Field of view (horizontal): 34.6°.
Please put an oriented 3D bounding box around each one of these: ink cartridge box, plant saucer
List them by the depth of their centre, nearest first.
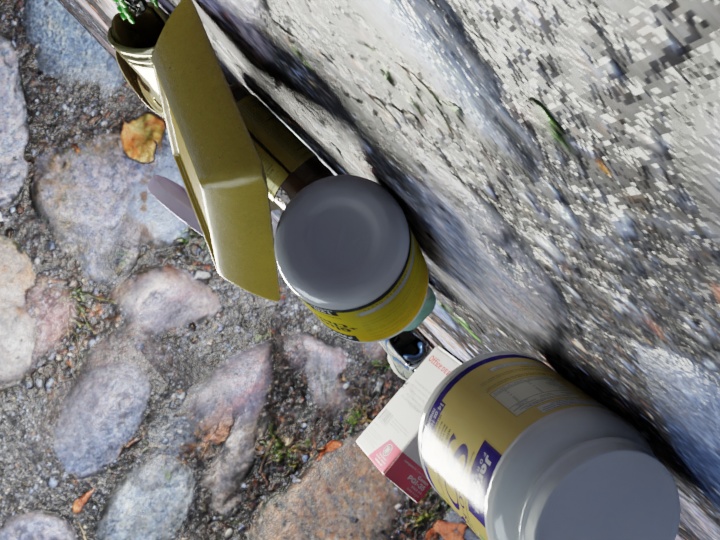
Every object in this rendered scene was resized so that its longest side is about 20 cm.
[{"bbox_3d":[-0.127,-0.094,0.983,0.201,0.048,0.201,90,159,-59],"label":"plant saucer"},{"bbox_3d":[0.102,0.230,1.759,0.083,0.200,0.146,41,178,-20],"label":"ink cartridge box"}]

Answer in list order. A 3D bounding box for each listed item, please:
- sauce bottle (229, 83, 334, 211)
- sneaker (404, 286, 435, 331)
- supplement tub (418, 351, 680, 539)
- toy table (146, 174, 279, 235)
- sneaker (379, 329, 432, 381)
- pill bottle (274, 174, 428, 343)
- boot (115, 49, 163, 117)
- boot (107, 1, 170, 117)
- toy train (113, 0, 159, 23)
[{"bbox_3d":[-0.069,-0.093,1.121,0.200,0.065,0.065,46,177,8],"label":"sauce bottle"},{"bbox_3d":[-0.013,-0.025,1.241,0.199,0.078,0.140,27,163,46],"label":"sneaker"},{"bbox_3d":[0.144,0.160,0.911,0.145,0.145,0.200,46,176,-24],"label":"supplement tub"},{"bbox_3d":[-0.184,-0.107,1.604,0.199,0.118,0.184,32,-171,-13],"label":"toy table"},{"bbox_3d":[0.084,0.141,1.970,0.200,0.077,0.085,47,172,-34],"label":"sneaker"},{"bbox_3d":[0.000,0.000,1.003,0.112,0.112,0.200,43,176,18],"label":"pill bottle"},{"bbox_3d":[-0.231,-0.223,1.445,0.200,0.072,0.155,41,179,-23],"label":"boot"},{"bbox_3d":[-0.216,-0.224,1.240,0.200,0.073,0.156,39,174,46],"label":"boot"},{"bbox_3d":[-0.213,-0.267,1.025,0.057,0.042,0.200,56,176,-3],"label":"toy train"}]
